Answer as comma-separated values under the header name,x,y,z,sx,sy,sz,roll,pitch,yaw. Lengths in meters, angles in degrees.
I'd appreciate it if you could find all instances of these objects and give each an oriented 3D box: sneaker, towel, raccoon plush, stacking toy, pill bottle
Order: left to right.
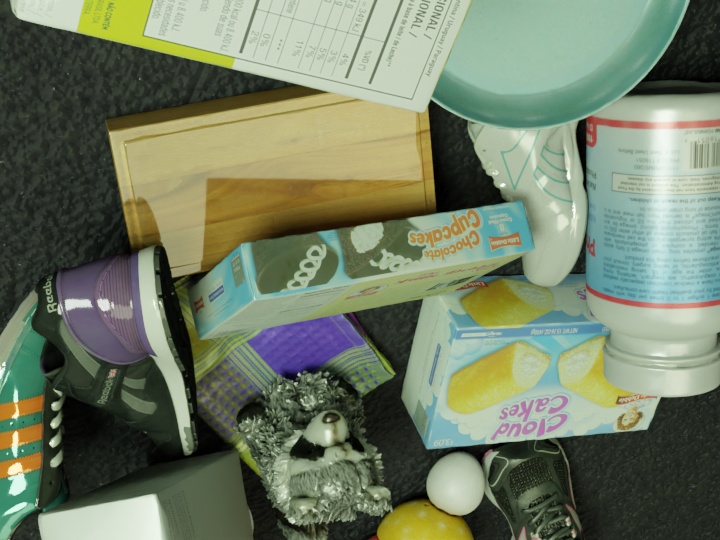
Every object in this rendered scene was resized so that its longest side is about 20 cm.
name,x,y,z,sx,sy,sz,roll,pitch,yaw
sneaker,-0.215,0.109,0.726,0.079,0.071,0.202,22,86,-8
sneaker,-0.153,0.056,0.713,0.086,0.076,0.201,-8,144,-4
towel,-0.073,0.057,0.815,0.143,0.023,0.201,-34,128,4
raccoon plush,-0.018,0.168,0.814,0.096,0.134,0.201,-22,129,-6
stacking toy,0.047,0.243,0.946,0.145,0.146,0.202,17,99,-29
sneaker,0.110,-0.080,0.764,0.079,0.071,0.203,-9,119,-8
sneaker,0.167,0.224,0.982,0.080,0.087,0.201,-27,128,-2
pill bottle,0.207,-0.023,0.770,0.107,0.109,0.203,-6,105,-16

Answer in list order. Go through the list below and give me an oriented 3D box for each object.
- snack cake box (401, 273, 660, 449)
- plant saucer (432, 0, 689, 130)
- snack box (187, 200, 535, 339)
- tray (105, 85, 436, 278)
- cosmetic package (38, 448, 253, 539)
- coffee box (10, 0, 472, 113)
name,x,y,z,sx,sy,sz,roll,pitch,yaw
snack cake box,0.140,0.067,0.873,0.197,0.067,0.116,-2,124,-19
plant saucer,0.100,-0.185,0.669,0.197,0.027,0.203,-1,106,-4
snack box,0.000,0.000,0.729,0.198,0.038,0.116,-10,170,-27
tray,-0.052,-0.061,0.716,0.197,0.037,0.100,-12,113,-12
cosmetic package,-0.131,0.192,0.757,0.080,0.200,0.114,-11,85,7
coffee box,-0.047,-0.220,0.515,0.196,0.200,0.202,8,120,-26
